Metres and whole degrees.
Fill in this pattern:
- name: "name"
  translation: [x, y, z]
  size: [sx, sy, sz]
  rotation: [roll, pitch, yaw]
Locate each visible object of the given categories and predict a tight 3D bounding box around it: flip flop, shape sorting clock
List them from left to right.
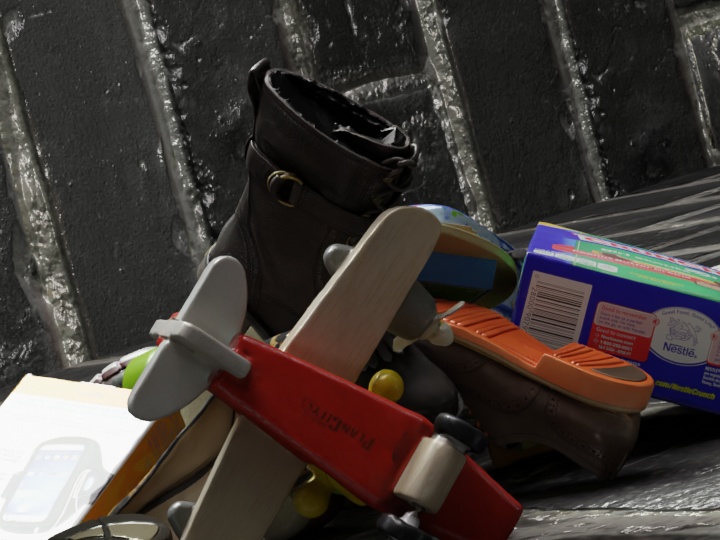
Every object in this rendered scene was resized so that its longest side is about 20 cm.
- name: "flip flop"
  translation: [-0.185, 0.194, 1.419]
  size: [0.200, 0.058, 0.081]
  rotation: [-30, 6, 14]
- name: "shape sorting clock"
  translation: [0.000, 0.000, 1.618]
  size: [0.200, 0.039, 0.200]
  rotation: [3, -16, 1]

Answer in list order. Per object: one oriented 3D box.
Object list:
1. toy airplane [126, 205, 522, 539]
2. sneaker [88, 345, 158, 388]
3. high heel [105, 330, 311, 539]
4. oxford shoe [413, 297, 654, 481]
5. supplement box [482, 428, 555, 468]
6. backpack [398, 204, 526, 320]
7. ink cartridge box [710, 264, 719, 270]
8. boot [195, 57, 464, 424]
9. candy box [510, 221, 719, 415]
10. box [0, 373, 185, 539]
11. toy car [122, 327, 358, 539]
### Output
- name: "toy airplane"
  translation: [-0.029, 0.081, 1.381]
  size: [0.200, 0.199, 0.141]
  rotation: [-15, -10, -1]
- name: "sneaker"
  translation: [-0.178, 0.144, 1.716]
  size: [0.200, 0.076, 0.116]
  rotation: [-38, 32, 19]
- name: "high heel"
  translation: [-0.096, 0.119, 1.459]
  size: [0.142, 0.071, 0.200]
  rotation: [-26, -27, -42]
- name: "oxford shoe"
  translation: [0.075, 0.067, 1.523]
  size: [0.200, 0.073, 0.071]
  rotation: [22, 16, 31]
- name: "supplement box"
  translation: [0.117, 0.082, 1.742]
  size: [0.066, 0.069, 0.200]
  rotation: [-16, 6, 6]
- name: "backpack"
  translation: [0.053, 0.027, 1.914]
  size: [0.163, 0.154, 0.200]
  rotation: [4, 2, 25]
- name: "ink cartridge box"
  translation: [0.305, 0.026, 1.808]
  size: [0.115, 0.068, 0.200]
  rotation: [-17, 5, -32]
- name: "boot"
  translation: [-0.004, -0.009, 1.451]
  size: [0.069, 0.200, 0.174]
  rotation: [-47, -12, -46]
- name: "candy box"
  translation: [0.184, 0.031, 1.642]
  size: [0.169, 0.077, 0.200]
  rotation: [14, 6, 4]
- name: "box"
  translation: [-0.204, 0.147, 1.548]
  size: [0.119, 0.042, 0.200]
  rotation: [7, 45, 31]
- name: "toy car"
  translation: [-0.020, 0.092, 1.649]
  size: [0.164, 0.158, 0.200]
  rotation: [-24, -14, 37]
